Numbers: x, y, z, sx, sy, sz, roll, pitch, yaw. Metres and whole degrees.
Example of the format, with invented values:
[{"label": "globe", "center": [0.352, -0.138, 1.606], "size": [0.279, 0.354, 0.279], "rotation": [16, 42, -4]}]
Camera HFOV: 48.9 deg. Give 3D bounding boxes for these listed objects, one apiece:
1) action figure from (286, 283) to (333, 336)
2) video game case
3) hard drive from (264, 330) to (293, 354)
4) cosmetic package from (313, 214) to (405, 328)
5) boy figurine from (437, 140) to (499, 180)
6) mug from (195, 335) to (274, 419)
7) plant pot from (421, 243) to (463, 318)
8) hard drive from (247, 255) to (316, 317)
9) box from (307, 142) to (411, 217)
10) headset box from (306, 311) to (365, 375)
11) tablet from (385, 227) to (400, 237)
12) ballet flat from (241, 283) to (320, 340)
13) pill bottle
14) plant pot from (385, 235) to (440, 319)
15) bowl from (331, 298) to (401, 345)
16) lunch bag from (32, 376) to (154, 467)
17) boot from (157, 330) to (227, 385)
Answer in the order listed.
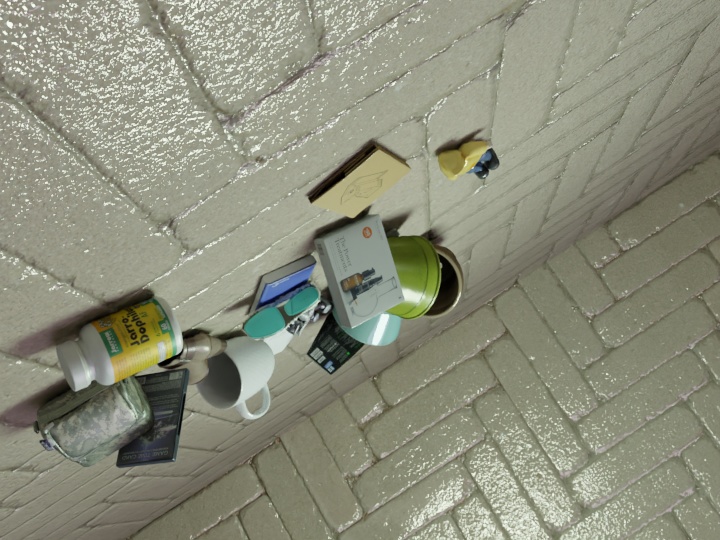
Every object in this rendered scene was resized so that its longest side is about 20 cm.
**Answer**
[{"label": "action figure", "center": [-0.130, 0.098, 1.934], "size": [0.131, 0.069, 0.200], "rotation": [-52, 172, 6]}, {"label": "video game case", "center": [-0.440, 0.312, 1.682], "size": [0.140, 0.204, 0.019], "rotation": [-10, 147, 18]}, {"label": "hard drive", "center": [-0.224, 0.178, 2.098], "size": [0.130, 0.027, 0.201], "rotation": [-21, 160, -39]}, {"label": "cosmetic package", "center": [0.000, 0.000, 1.701], "size": [0.149, 0.204, 0.051], "rotation": [-26, -165, -29]}, {"label": "boy figurine", "center": [0.232, -0.236, 1.708], "size": [0.124, 0.065, 0.199], "rotation": [-39, 167, 30]}, {"label": "mug", "center": [-0.281, 0.258, 1.906], "size": [0.146, 0.204, 0.175], "rotation": [-23, 179, 31]}, {"label": "plant pot", "center": [0.203, 0.009, 2.197], "size": [0.200, 0.201, 0.174], "rotation": [-40, 180, 26]}, {"label": "hard drive", "center": [-0.179, 0.045, 1.789], "size": [0.130, 0.026, 0.201], "rotation": [-25, 163, -28]}, {"label": "box", "center": [0.002, -0.168, 1.523], "size": [0.163, 0.021, 0.199], "rotation": [-38, 165, 15]}, {"label": "headset box", "center": [-0.037, 0.152, 2.150], "size": [0.174, 0.092, 0.201], "rotation": [-45, -170, 34]}, {"label": "tablet", "center": [0.016, -0.033, 1.974], "size": [0.198, 0.014, 0.130], "rotation": [-35, 164, 3]}, {"label": "ballet flat", "center": [-0.178, 0.096, 1.782], "size": [0.197, 0.072, 0.072], "rotation": [-28, 164, -18]}, {"label": "pill bottle", "center": [-0.423, 0.131, 1.392], "size": [0.197, 0.114, 0.113], "rotation": [-23, 162, -30]}, {"label": "plant pot", "center": [0.054, 0.006, 1.854], "size": [0.190, 0.203, 0.200], "rotation": [8, 140, -42]}, {"label": "bowl", "center": [0.032, 0.081, 2.035], "size": [0.199, 0.201, 0.106], "rotation": [-17, 148, -44]}, {"label": "lunch bag", "center": [-0.539, 0.288, 1.602], "size": [0.198, 0.140, 0.169], "rotation": [-30, 153, -9]}, {"label": "boot", "center": [-0.395, 0.201, 1.768], "size": [0.200, 0.071, 0.145], "rotation": [-43, 156, 27]}]
